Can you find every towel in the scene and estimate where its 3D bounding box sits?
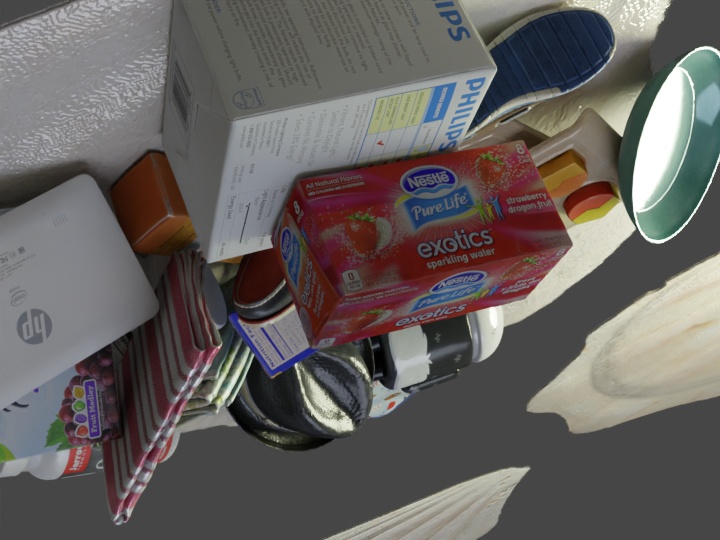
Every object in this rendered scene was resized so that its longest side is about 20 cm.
[{"bbox_3d":[-0.174,0.088,1.203,0.171,0.200,0.048,-26,115,29],"label":"towel"},{"bbox_3d":[-0.171,0.096,1.017,0.030,0.147,0.201,17,118,-25],"label":"towel"}]

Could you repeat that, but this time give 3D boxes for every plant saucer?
[{"bbox_3d":[0.309,-0.128,1.216,0.200,0.036,0.201,-28,128,-42],"label":"plant saucer"}]

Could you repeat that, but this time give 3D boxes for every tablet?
[{"bbox_3d":[-0.267,0.025,0.949,0.200,0.131,0.014,-32,-165,-25],"label":"tablet"}]

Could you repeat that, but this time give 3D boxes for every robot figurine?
[{"bbox_3d":[0.070,0.067,1.436,0.199,0.125,0.150,-17,164,-12],"label":"robot figurine"}]

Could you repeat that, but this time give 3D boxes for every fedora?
[{"bbox_3d":[-0.050,0.114,1.292,0.200,0.202,0.091,-7,-163,-31],"label":"fedora"}]

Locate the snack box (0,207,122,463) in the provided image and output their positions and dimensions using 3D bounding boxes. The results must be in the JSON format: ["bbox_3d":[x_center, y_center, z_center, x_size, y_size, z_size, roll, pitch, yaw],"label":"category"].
[{"bbox_3d":[-0.279,0.050,0.989,0.142,0.201,0.053,-9,-175,-28],"label":"snack box"}]

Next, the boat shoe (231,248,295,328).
[{"bbox_3d":[-0.056,-0.045,1.028,0.201,0.071,0.063,-60,149,-24],"label":"boat shoe"}]

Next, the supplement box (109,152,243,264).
[{"bbox_3d":[-0.121,-0.048,1.079,0.199,0.067,0.069,6,144,-48],"label":"supplement box"}]

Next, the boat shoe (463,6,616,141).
[{"bbox_3d":[0.125,-0.166,1.049,0.199,0.073,0.072,-25,179,-10],"label":"boat shoe"}]

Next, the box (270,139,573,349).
[{"bbox_3d":[0.045,-0.021,0.921,0.199,0.100,0.096,-12,156,-24],"label":"box"}]

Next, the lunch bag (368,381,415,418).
[{"bbox_3d":[0.035,0.129,1.602,0.160,0.076,0.200,1,147,-47],"label":"lunch bag"}]

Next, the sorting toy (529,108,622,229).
[{"bbox_3d":[0.185,-0.069,1.230,0.200,0.037,0.185,-33,150,21],"label":"sorting toy"}]

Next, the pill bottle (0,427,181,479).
[{"bbox_3d":[-0.306,0.164,1.316,0.199,0.116,0.116,-3,151,-38],"label":"pill bottle"}]

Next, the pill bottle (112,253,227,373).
[{"bbox_3d":[-0.234,0.053,1.137,0.199,0.117,0.116,-27,157,10],"label":"pill bottle"}]

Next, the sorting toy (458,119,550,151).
[{"bbox_3d":[0.099,-0.095,1.222,0.185,0.037,0.200,-35,150,26],"label":"sorting toy"}]

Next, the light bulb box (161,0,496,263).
[{"bbox_3d":[-0.033,-0.123,0.915,0.199,0.125,0.198,-15,156,-20],"label":"light bulb box"}]

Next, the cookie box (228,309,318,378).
[{"bbox_3d":[0.000,0.000,1.127,0.200,0.075,0.171,-32,-176,24],"label":"cookie box"}]
